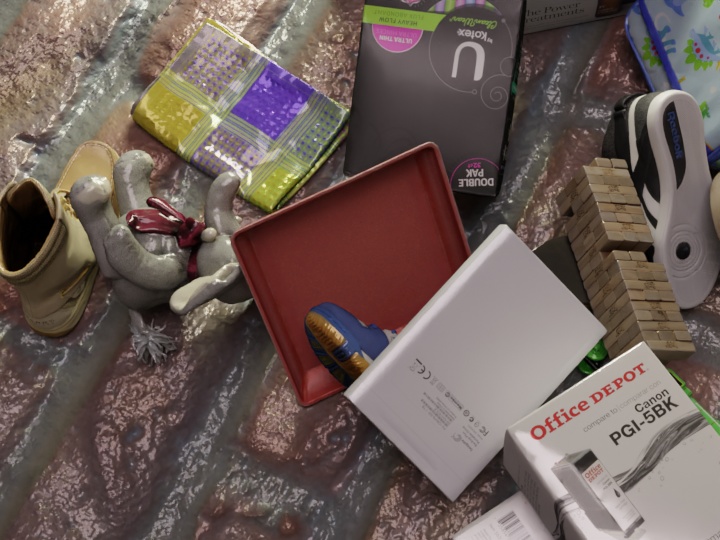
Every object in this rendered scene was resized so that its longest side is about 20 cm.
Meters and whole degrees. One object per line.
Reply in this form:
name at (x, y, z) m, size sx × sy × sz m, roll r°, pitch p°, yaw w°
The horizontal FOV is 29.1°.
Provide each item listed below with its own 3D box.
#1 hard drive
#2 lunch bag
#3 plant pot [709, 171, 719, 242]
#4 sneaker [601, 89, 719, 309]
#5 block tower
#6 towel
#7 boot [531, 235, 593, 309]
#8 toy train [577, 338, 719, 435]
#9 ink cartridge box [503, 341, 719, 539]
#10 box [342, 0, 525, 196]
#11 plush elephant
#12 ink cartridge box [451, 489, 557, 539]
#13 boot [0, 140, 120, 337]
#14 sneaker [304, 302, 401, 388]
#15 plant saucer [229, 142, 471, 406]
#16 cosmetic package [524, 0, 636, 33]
hard drive at (0.100, 0.079, 1.191) m, size 0.132 × 0.027 × 0.200 m, roll 44°, pitch 84°, yaw -9°
lunch bag at (0.346, -0.203, 1.318) m, size 0.082 × 0.160 × 0.202 m, roll 5°, pitch 60°, yaw -41°
plant pot at (0.412, -0.064, 1.222) m, size 0.173 × 0.199 × 0.202 m, roll -23°, pitch 60°, yaw 37°
sneaker at (0.281, -0.070, 1.311) m, size 0.072 × 0.112 × 0.202 m, roll -9°, pitch 100°, yaw -20°
block tower at (0.234, -0.003, 1.246) m, size 0.053 × 0.058 × 0.202 m, roll 2°, pitch 56°, yaw -26°
towel at (-0.121, -0.157, 1.394) m, size 0.199 × 0.023 × 0.144 m, roll 36°, pitch 73°, yaw 17°
boot at (0.168, 0.025, 1.282) m, size 0.198 × 0.076 × 0.074 m, roll -16°, pitch 59°, yaw -23°
toy train at (0.275, 0.124, 1.243) m, size 0.056 × 0.042 × 0.200 m, roll -36°, pitch 69°, yaw -23°
ink cartridge box at (0.227, 0.182, 1.118) m, size 0.146 × 0.083 × 0.201 m, roll -31°, pitch 64°, yaw -10°
box at (0.072, -0.177, 1.298) m, size 0.147 × 0.124 × 0.202 m, roll 9°, pitch 95°, yaw 7°
plush elephant at (-0.154, -0.022, 1.269) m, size 0.153 × 0.165 × 0.202 m, roll -13°, pitch 95°, yaw 12°
ink cartridge box at (0.189, 0.228, 1.187) m, size 0.199 × 0.068 × 0.116 m, roll -31°, pitch 68°, yaw -9°
boot at (-0.280, -0.057, 1.288) m, size 0.072 × 0.156 × 0.202 m, roll 13°, pitch 68°, yaw 9°
sneaker at (0.040, 0.084, 1.239) m, size 0.200 × 0.075 × 0.088 m, roll 40°, pitch 72°, yaw -10°
plant saucer at (0.000, 0.000, 1.248) m, size 0.198 × 0.201 × 0.037 m, roll -25°, pitch 34°, yaw -6°
cosmetic package at (0.237, -0.306, 1.366) m, size 0.198 × 0.151 × 0.052 m, roll -11°, pitch 66°, yaw -1°
